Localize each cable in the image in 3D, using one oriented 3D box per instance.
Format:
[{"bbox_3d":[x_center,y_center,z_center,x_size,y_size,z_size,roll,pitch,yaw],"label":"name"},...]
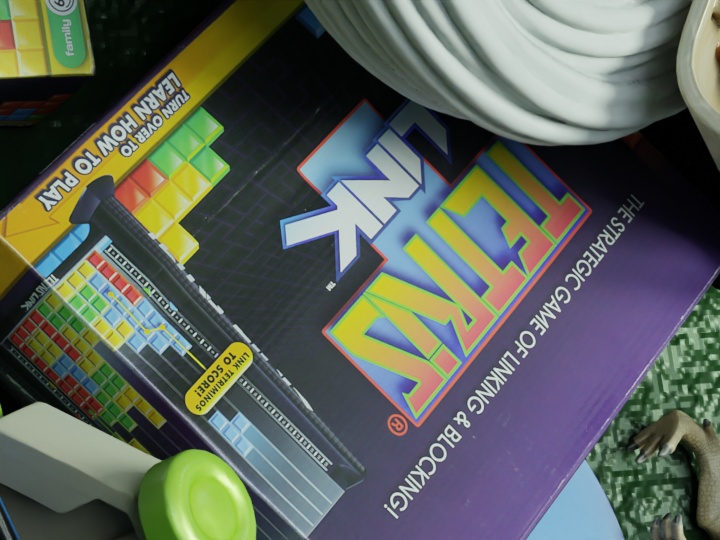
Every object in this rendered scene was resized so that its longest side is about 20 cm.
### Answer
[{"bbox_3d":[0.049,-0.135,0.685,0.200,0.069,0.201,-30,117,-43],"label":"cable"}]

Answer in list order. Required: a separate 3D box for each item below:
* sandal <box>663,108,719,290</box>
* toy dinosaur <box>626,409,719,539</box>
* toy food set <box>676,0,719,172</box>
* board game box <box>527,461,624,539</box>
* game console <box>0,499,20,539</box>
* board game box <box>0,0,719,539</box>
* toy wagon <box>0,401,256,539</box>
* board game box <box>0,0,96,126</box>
[{"bbox_3d":[0.112,-0.094,0.828,0.045,0.075,0.201,-17,92,5],"label":"sandal"},{"bbox_3d":[0.139,0.088,0.818,0.200,0.058,0.101,-46,115,-28],"label":"toy dinosaur"},{"bbox_3d":[0.162,-0.093,0.736,0.201,0.060,0.144,-67,153,-13],"label":"toy food set"},{"bbox_3d":[-0.009,0.102,0.733,0.200,0.039,0.158,-36,87,-39],"label":"board game box"},{"bbox_3d":[-0.166,0.124,0.601,0.170,0.118,0.200,-25,89,-31],"label":"game console"},{"bbox_3d":[0.000,0.000,0.719,0.165,0.057,0.200,43,51,-3],"label":"board game box"},{"bbox_3d":[-0.086,0.095,0.634,0.040,0.155,0.200,-23,87,-58],"label":"toy wagon"},{"bbox_3d":[-0.174,-0.139,0.702,0.165,0.057,0.201,-6,79,-30],"label":"board game box"}]
